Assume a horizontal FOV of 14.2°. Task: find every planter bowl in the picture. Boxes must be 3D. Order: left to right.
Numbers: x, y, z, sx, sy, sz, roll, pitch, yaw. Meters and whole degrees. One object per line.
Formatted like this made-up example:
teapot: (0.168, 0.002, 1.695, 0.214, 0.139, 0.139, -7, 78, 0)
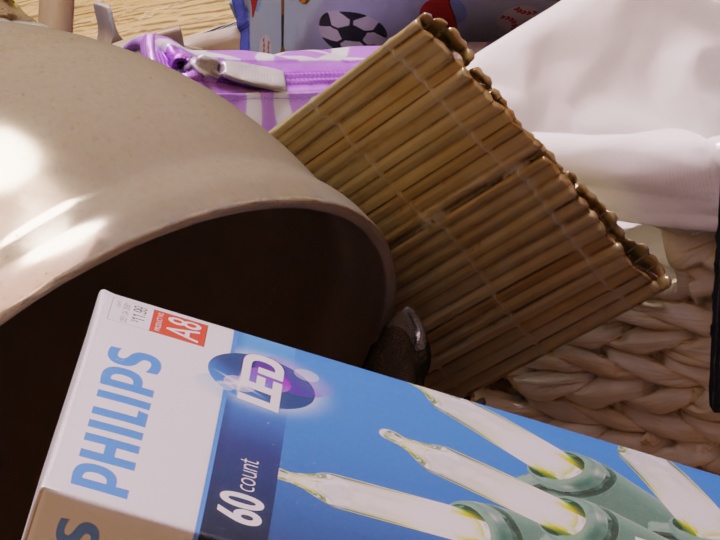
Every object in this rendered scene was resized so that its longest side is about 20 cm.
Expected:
planter bowl: (-0.109, 0.010, 0.776, 0.200, 0.200, 0.135, -28, 63, -26)

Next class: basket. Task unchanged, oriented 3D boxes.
basket: (0.125, -0.026, 0.845, 0.135, 0.124, 0.200, 6, 32, 45)

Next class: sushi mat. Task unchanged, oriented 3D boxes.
sushi mat: (0.000, 0.000, 0.816, 0.012, 0.096, 0.200, -44, 7, -35)

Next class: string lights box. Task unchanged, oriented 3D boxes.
string lights box: (0.026, 0.077, 0.626, 0.200, 0.059, 0.103, 17, 22, -5)

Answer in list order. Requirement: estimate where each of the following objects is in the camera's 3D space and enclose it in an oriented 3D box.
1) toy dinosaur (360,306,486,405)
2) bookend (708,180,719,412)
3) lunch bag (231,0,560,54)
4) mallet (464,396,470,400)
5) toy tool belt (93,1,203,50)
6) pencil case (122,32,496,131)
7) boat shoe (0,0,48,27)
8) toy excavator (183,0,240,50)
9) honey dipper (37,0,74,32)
toy dinosaur: (-0.042, 0.085, 0.743, 0.200, 0.102, 0.077, -42, 51, -10)
bookend: (0.188, 0.030, 0.632, 0.198, 0.092, 0.200, 0, 22, -1)
lunch bag: (0.068, -0.128, 1.052, 0.200, 0.124, 0.170, 0, -22, -19)
mallet: (-0.045, 0.040, 0.941, 0.200, 0.066, 0.041, -20, -25, 34)
toy tool belt: (-0.095, -0.035, 1.039, 0.125, 0.123, 0.200, -30, 25, -29)
pencil case: (0.009, -0.045, 0.960, 0.200, 0.086, 0.084, -4, 42, -25)
boat shoe: (-0.151, -0.058, 0.850, 0.074, 0.066, 0.200, -47, -22, 16)
toy excavator: (-0.028, -0.102, 1.219, 0.194, 0.100, 0.200, -29, 11, -32)
honey dipper: (-0.104, -0.035, 0.954, 0.038, 0.201, 0.038, 3, -2, 0)
